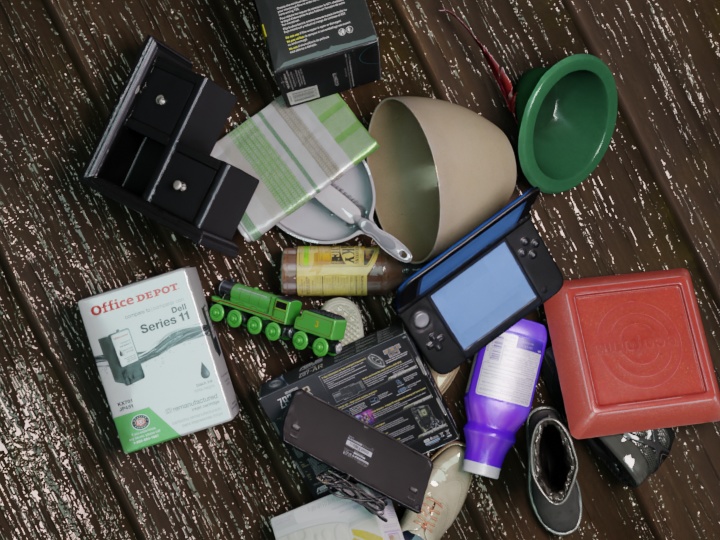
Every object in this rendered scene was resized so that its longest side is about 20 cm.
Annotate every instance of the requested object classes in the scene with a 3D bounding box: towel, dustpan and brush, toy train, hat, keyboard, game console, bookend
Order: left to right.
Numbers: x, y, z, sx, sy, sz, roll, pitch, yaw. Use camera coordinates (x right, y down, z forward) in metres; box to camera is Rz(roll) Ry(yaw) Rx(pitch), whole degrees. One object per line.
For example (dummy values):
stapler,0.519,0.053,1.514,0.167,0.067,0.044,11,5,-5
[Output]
bookend,-0.204,-0.148,1.399,0.200,0.092,0.199,27,92,25
toy train,-0.104,0.056,1.428,0.200,0.042,0.057,17,97,29
towel,-0.092,-0.142,1.444,0.200,0.031,0.149,-35,64,-1
keyboard,-0.013,0.230,1.387,0.200,0.040,0.104,30,52,-10
dustpan and brush,-0.010,-0.070,1.430,0.200,0.057,0.140,38,92,14
game console,0.145,0.017,1.341,0.200,0.118,0.171,-36,110,-7
hat,0.207,-0.217,1.466,0.165,0.176,0.201,-12,118,-35

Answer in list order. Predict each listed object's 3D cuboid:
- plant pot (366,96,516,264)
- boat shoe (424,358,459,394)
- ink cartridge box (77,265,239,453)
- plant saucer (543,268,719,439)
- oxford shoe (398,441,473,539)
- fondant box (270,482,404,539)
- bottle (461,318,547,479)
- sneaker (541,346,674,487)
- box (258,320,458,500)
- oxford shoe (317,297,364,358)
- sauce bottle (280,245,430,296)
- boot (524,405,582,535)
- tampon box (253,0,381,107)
plant pot,0.108,-0.118,1.401,0.134,0.200,0.201,-12,91,-22
boat shoe,0.109,0.077,1.451,0.074,0.069,0.200,23,92,-1
ink cartridge box,-0.251,0.108,1.448,0.146,0.083,0.201,-18,90,0
plant saucer,0.338,0.094,1.422,0.199,0.037,0.201,-6,72,-8
oxford shoe,0.088,0.309,1.455,0.071,0.074,0.200,27,91,0
fondant box,-0.011,0.374,1.416,0.144,0.058,0.200,-26,73,21
bottle,0.173,0.156,1.443,0.083,0.065,0.201,14,83,-3
sneaker,0.317,0.161,1.455,0.114,0.076,0.200,-35,75,-19
box,-0.002,0.174,1.428,0.200,0.044,0.160,-26,108,7
oxford shoe,-0.024,0.125,1.464,0.075,0.058,0.201,-3,106,-6
sauce bottle,0.000,0.000,1.455,0.199,0.065,0.065,-1,91,-1
boot,0.236,0.250,1.389,0.072,0.200,0.182,-16,91,0
tampon box,-0.063,-0.324,1.388,0.126,0.150,0.201,-17,80,0
